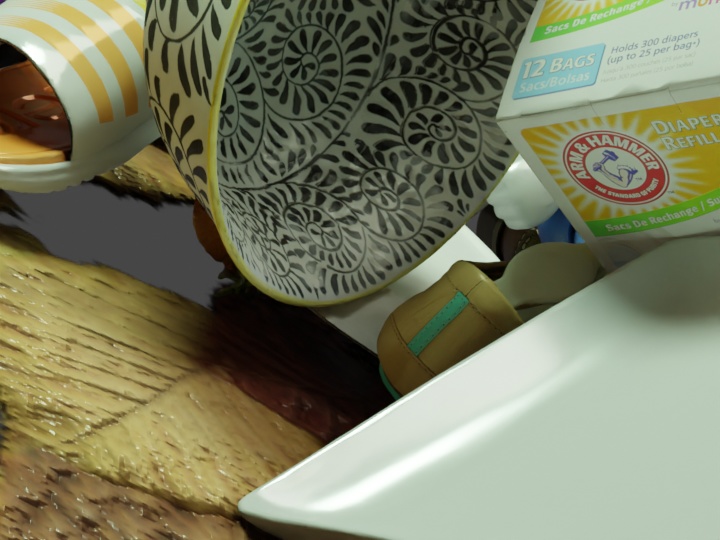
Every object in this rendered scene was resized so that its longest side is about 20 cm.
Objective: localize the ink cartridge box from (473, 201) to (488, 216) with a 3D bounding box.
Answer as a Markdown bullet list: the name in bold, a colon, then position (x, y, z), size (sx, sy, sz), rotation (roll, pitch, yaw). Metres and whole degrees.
- **ink cartridge box**: position (0.027, -0.136, 1.232), size (0.200, 0.146, 0.085), rotation (38, -22, 31)

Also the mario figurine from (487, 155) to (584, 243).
- **mario figurine**: position (0.093, -0.027, 1.096), size (0.106, 0.123, 0.200), rotation (7, 50, -11)

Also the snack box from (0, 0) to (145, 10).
- **snack box**: position (-0.115, -0.117, 1.092), size (0.200, 0.053, 0.142), rotation (28, 13, -21)

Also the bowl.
- **bowl**: position (-0.013, -0.096, 0.840), size (0.094, 0.201, 0.201), rotation (31, 11, 32)

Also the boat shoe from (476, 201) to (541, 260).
- **boat shoe**: position (0.158, -0.048, 1.229), size (0.068, 0.200, 0.072), rotation (41, -20, 39)

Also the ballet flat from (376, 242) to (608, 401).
- **ballet flat**: position (0.083, 0.017, 0.882), size (0.069, 0.063, 0.200), rotation (45, 27, 20)

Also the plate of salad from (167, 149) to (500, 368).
- **plate of salad**: position (0.000, 0.000, 0.948), size (0.200, 0.048, 0.200), rotation (33, 17, -12)

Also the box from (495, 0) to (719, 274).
- **box**: position (0.152, -0.034, 0.848), size (0.112, 0.101, 0.200), rotation (-7, -43, 36)

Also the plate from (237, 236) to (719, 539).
- **plate**: position (0.094, 0.046, 0.689), size (0.200, 0.200, 0.032), rotation (3, -62, 55)

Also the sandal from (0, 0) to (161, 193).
- **sandal**: position (-0.100, -0.084, 0.891), size (0.079, 0.059, 0.207), rotation (22, 27, 23)
